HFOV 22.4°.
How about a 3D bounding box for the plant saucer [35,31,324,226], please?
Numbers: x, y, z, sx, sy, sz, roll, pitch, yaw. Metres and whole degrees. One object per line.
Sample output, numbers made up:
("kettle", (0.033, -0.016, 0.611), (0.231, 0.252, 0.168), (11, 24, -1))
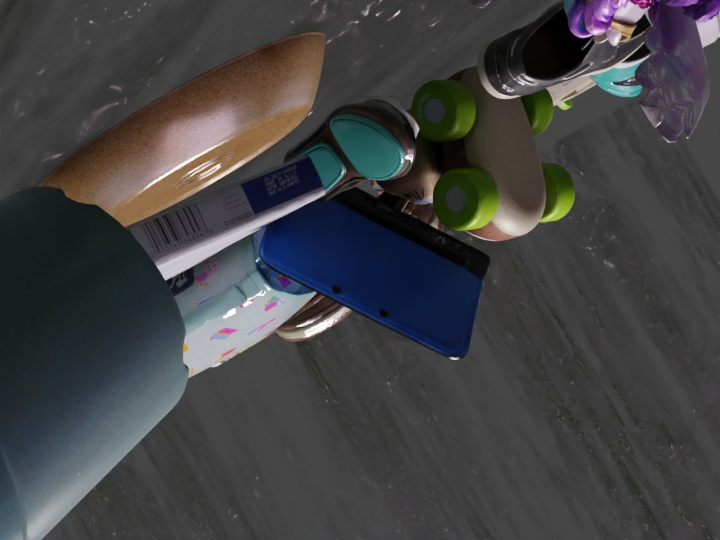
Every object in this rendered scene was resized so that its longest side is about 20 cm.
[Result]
("plant saucer", (-0.099, -0.073, 1.067), (0.200, 0.036, 0.200), (-31, 178, -1))

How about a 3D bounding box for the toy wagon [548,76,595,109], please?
("toy wagon", (0.309, -0.259, 2.353), (0.155, 0.040, 0.200), (-31, 179, 33))

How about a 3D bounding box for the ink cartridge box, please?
("ink cartridge box", (-0.157, -0.018, 1.454), (0.196, 0.043, 0.200), (-27, -179, -43))

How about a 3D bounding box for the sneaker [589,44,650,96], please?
("sneaker", (0.330, -0.255, 2.043), (0.199, 0.084, 0.121), (-21, 170, -21))

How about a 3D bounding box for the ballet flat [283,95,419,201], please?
("ballet flat", (0.000, -0.104, 1.442), (0.068, 0.068, 0.200), (-40, -167, -27))

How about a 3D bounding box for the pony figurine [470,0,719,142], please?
("pony figurine", (0.170, -0.181, 1.029), (0.200, 0.166, 0.193), (-50, 175, 33))

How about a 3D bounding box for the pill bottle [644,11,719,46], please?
("pill bottle", (0.312, -0.252, 1.393), (0.199, 0.120, 0.120), (-30, 178, -5))

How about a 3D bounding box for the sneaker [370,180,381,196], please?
("sneaker", (0.090, -0.131, 2.024), (0.199, 0.078, 0.112), (-16, 174, -36))

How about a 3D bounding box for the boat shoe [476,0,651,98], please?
("boat shoe", (0.196, -0.205, 1.565), (0.199, 0.072, 0.068), (-27, -179, -24))

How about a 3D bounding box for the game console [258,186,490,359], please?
("game console", (0.000, 0.000, 1.596), (0.119, 0.199, 0.171), (-65, -170, -17))

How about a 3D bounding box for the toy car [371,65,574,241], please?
("toy car", (0.065, -0.090, 1.681), (0.199, 0.159, 0.164), (-17, 174, 37))

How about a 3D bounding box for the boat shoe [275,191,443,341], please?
("boat shoe", (-0.015, -0.017, 1.790), (0.202, 0.075, 0.075), (-40, -147, -15))

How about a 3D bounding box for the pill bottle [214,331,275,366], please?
("pill bottle", (-0.098, 0.004, 1.879), (0.199, 0.115, 0.114), (-31, 178, 5))

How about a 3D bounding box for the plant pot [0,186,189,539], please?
("plant pot", (-0.205, 0.064, 0.948), (0.196, 0.201, 0.200), (-38, -176, -40))

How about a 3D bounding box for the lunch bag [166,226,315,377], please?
("lunch bag", (-0.136, 0.021, 1.670), (0.170, 0.122, 0.200), (-30, -176, 15))
